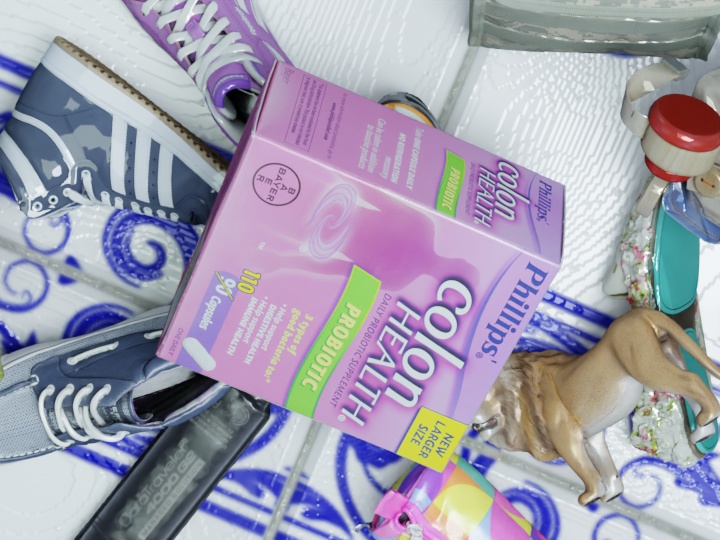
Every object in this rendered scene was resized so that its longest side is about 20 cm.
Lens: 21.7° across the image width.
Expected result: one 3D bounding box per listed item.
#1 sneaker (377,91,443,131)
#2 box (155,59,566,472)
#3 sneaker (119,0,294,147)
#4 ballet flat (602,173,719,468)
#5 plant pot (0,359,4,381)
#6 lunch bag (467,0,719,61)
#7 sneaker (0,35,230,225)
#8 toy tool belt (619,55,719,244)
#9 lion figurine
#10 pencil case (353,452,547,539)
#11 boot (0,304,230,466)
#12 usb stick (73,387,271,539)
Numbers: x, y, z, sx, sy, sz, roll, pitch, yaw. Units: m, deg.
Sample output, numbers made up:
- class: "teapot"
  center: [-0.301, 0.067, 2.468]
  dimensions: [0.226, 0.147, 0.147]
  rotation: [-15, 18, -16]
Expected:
- class: "sneaker"
  center: [0.044, -0.027, 1.241]
  dimensions: [0.078, 0.077, 0.201]
  rotation: [-6, 115, 8]
- class: "box"
  center: [0.000, 0.000, 1.157]
  dimensions: [0.199, 0.097, 0.177]
  rotation: [23, 123, -8]
- class: "sneaker"
  center: [-0.092, -0.146, 1.208]
  dimensions: [0.073, 0.114, 0.201]
  rotation: [-43, 93, 9]
- class: "ballet flat"
  center: [0.192, 0.032, 1.245]
  dimensions: [0.064, 0.075, 0.202]
  rotation: [-4, 93, 36]
- class: "plant pot"
  center: [-0.311, -0.002, 1.180]
  dimensions: [0.199, 0.200, 0.194]
  rotation: [-18, 89, 5]
- class: "lunch bag"
  center: [0.149, -0.204, 1.136]
  dimensions: [0.162, 0.200, 0.119]
  rotation: [3, 78, 1]
- class: "sneaker"
  center: [-0.152, -0.053, 1.243]
  dimensions: [0.200, 0.070, 0.109]
  rotation: [38, 93, 4]
- class: "toy tool belt"
  center: [0.232, -0.065, 1.164]
  dimensions: [0.125, 0.199, 0.123]
  rotation: [43, 135, 28]
- class: "lion figurine"
  center: [0.158, 0.074, 1.213]
  dimensions: [0.200, 0.072, 0.123]
  rotation: [-37, 71, 31]
- class: "pencil case"
  center: [0.093, 0.205, 1.263]
  dimensions: [0.200, 0.088, 0.089]
  rotation: [40, 98, -4]
- class: "boot"
  center: [-0.182, 0.084, 1.232]
  dimensions: [0.199, 0.090, 0.073]
  rotation: [-26, 111, -7]
- class: "usb stick"
  center: [-0.137, 0.153, 1.292]
  dimensions: [0.055, 0.033, 0.200]
  rotation: [39, 98, 4]
